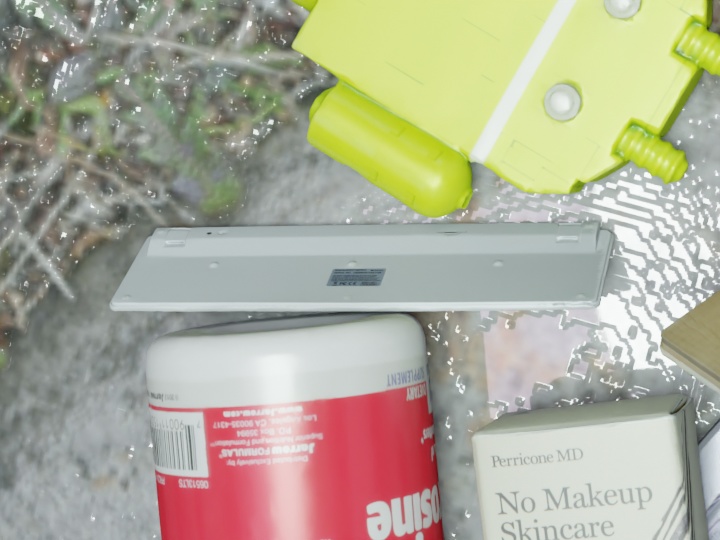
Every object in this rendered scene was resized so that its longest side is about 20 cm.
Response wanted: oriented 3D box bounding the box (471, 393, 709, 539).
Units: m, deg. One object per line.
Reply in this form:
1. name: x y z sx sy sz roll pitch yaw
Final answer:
1. box: 0.096 0.152 0.807 0.082 0.068 0.201 -8 91 15

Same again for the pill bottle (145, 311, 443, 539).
1. pill bottle: -0.022 0.120 0.845 0.112 0.112 0.201 -4 93 15

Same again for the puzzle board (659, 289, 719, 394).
1. puzzle board: 0.226 0.039 0.740 0.150 0.017 0.200 -32 48 -24

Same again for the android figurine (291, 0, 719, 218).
1. android figurine: 0.055 -0.109 0.850 0.200 0.041 0.182 34 101 12

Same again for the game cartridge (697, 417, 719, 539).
1. game cartridge: 0.159 0.135 0.842 0.130 0.038 0.200 41 102 5

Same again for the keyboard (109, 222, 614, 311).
1. keyboard: 0.000 0.000 0.864 0.199 0.056 0.011 -1 127 15
